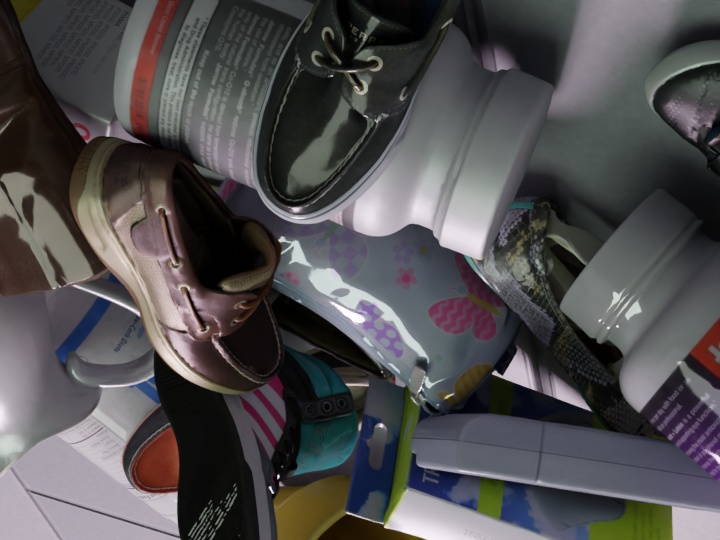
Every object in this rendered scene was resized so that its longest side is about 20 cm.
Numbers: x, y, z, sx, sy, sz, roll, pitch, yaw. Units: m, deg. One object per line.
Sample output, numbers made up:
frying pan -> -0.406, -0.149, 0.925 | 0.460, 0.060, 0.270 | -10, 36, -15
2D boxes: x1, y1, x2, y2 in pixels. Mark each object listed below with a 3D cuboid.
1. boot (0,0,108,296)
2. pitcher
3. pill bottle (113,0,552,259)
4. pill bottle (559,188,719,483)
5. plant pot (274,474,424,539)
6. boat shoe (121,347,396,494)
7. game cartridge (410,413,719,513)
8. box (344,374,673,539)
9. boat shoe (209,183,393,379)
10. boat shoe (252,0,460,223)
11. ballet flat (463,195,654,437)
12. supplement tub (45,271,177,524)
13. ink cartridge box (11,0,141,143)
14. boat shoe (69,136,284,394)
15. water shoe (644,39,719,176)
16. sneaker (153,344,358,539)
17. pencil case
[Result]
boot -> -0.234, -0.056, 0.806 | 0.186, 0.064, 0.200 | -18, 115, 22
pitcher -> -0.225, 0.019, 0.912 | 0.171, 0.121, 0.200 | -27, 124, 0
pill bottle -> -0.013, -0.086, 0.742 | 0.199, 0.116, 0.116 | 23, 147, 8
pill bottle -> 0.202, 0.052, 0.739 | 0.200, 0.111, 0.112 | 41, 150, 12
plant pot -> -0.038, 0.255, 1.187 | 0.201, 0.201, 0.189 | 48, 158, -29
boat shoe -> -0.070, 0.106, 1.000 | 0.199, 0.063, 0.071 | -22, 113, -1
game cartridge -> 0.138, 0.110, 0.827 | 0.199, 0.041, 0.133 | 10, 176, -11
box -> 0.098, 0.128, 0.924 | 0.199, 0.122, 0.048 | 20, 131, -7
boat shoe -> -0.054, 0.007, 0.949 | 0.200, 0.066, 0.072 | 24, 148, 6
boat shoe -> 0.006, -0.109, 0.645 | 0.068, 0.057, 0.200 | 32, 105, 7
ballet flat -> 0.137, 0.030, 0.843 | 0.072, 0.072, 0.200 | -10, 133, 44
supplement tub -> -0.164, 0.082, 1.075 | 0.200, 0.132, 0.132 | 41, 145, -22
ink cartridge box -> -0.220, -0.119, 0.880 | 0.199, 0.084, 0.145 | 26, 148, 2
boat shoe -> -0.078, 0.003, 0.790 | 0.072, 0.072, 0.200 | 0, 141, 26
water shoe -> 0.218, -0.035, 0.677 | 0.199, 0.079, 0.072 | 29, 148, -1
sneaker -> -0.053, 0.116, 0.899 | 0.120, 0.201, 0.084 | 16, 132, -35
pencil case -> 0.000, 0.000, 0.877 | 0.200, 0.091, 0.083 | 37, 174, -11
